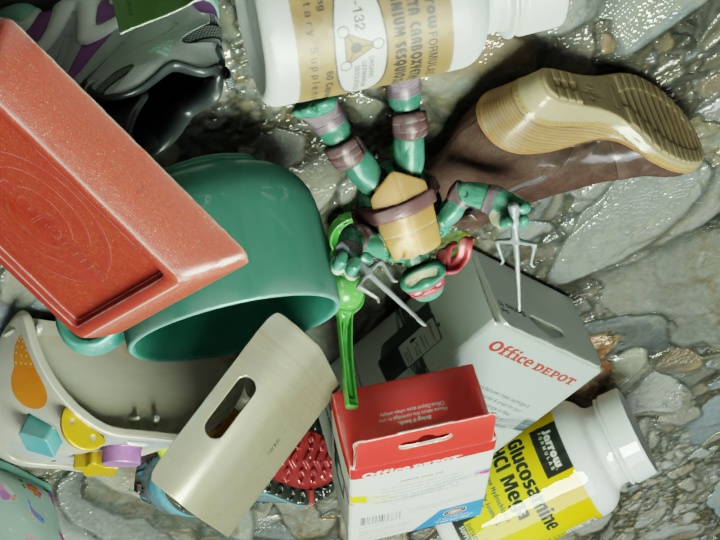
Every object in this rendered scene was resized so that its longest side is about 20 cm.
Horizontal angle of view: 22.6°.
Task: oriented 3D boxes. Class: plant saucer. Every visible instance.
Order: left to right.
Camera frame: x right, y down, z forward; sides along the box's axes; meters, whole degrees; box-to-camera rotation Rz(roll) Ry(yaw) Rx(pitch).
[{"bbox_3d":[-0.189,-0.040,1.100,0.200,0.037,0.199,45,147,-13],"label":"plant saucer"}]

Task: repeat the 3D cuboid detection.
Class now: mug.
[{"bbox_3d":[-0.113,-0.011,1.253,0.183,0.116,0.152,-5,164,-28],"label":"mug"}]

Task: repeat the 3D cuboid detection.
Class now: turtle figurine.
[{"bbox_3d":[0.031,-0.043,1.268,0.149,0.100,0.202,-29,108,-20],"label":"turtle figurine"}]

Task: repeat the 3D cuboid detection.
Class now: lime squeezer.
[{"bbox_3d":[0.000,0.000,1.354,0.037,0.070,0.202,9,93,-44],"label":"lime squeezer"}]

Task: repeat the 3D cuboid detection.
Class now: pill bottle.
[{"bbox_3d":[0.025,-0.178,1.134,0.198,0.115,0.115,-13,142,-9],"label":"pill bottle"},{"bbox_3d":[0.164,0.189,1.641,0.199,0.113,0.113,-28,142,10],"label":"pill bottle"}]

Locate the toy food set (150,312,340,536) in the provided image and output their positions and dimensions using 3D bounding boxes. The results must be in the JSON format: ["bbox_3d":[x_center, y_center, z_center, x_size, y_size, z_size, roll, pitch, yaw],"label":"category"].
[{"bbox_3d":[-0.086,0.111,1.305,0.144,0.060,0.200,-53,167,-8],"label":"toy food set"}]

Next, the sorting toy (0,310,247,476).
[{"bbox_3d":[-0.209,0.120,1.431,0.198,0.108,0.180,9,153,-32],"label":"sorting toy"}]

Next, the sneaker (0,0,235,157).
[{"bbox_3d":[-0.173,-0.105,1.113,0.198,0.141,0.078,-24,143,5],"label":"sneaker"}]

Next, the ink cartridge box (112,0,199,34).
[{"bbox_3d":[-0.067,-0.226,1.043,0.198,0.104,0.059,-22,142,5],"label":"ink cartridge box"}]

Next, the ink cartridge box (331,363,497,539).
[{"bbox_3d":[0.039,0.137,1.400,0.115,0.068,0.201,-11,152,-8],"label":"ink cartridge box"}]

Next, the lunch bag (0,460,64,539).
[{"bbox_3d":[-0.325,0.227,1.426,0.122,0.171,0.200,-39,139,12],"label":"lunch bag"}]

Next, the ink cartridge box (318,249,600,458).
[{"bbox_3d":[0.079,0.088,1.505,0.200,0.084,0.146,-40,138,26],"label":"ink cartridge box"}]

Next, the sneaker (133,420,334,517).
[{"bbox_3d":[-0.107,0.166,1.546,0.199,0.080,0.095,1,173,-40],"label":"sneaker"}]

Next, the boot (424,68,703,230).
[{"bbox_3d":[0.143,-0.083,1.359,0.199,0.073,0.166,14,144,-37],"label":"boot"}]
